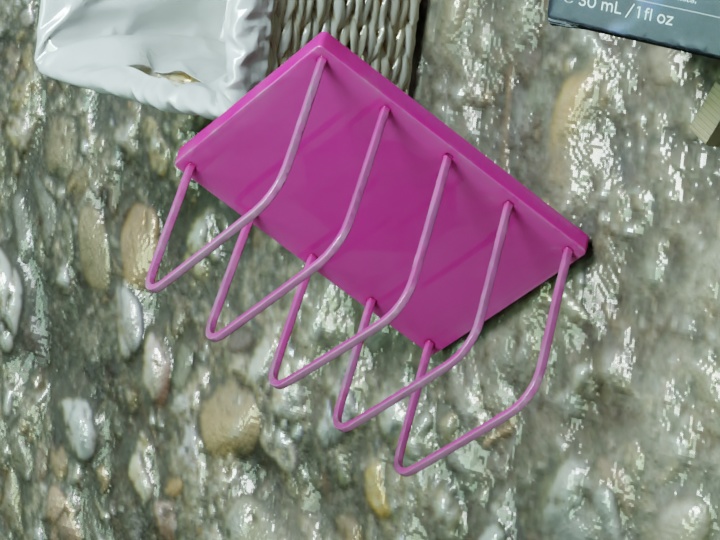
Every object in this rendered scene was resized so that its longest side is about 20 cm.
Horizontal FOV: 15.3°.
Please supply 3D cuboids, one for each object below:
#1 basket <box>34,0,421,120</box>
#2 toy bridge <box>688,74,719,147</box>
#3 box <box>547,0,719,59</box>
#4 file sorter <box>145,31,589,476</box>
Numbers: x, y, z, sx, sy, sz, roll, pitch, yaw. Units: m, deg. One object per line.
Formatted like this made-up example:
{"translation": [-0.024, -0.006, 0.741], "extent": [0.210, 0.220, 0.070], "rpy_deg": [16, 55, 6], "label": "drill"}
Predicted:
{"translation": [-0.072, -0.196, 1.608], "extent": [0.198, 0.160, 0.201], "rpy_deg": [16, 101, 45], "label": "basket"}
{"translation": [0.247, -0.045, 1.370], "extent": [0.200, 0.027, 0.067], "rpy_deg": [49, 121, 35], "label": "toy bridge"}
{"translation": [0.196, -0.207, 1.344], "extent": [0.148, 0.107, 0.201], "rpy_deg": [16, 102, 32], "label": "box"}
{"translation": [0.000, 0.000, 1.482], "extent": [0.139, 0.200, 0.126], "rpy_deg": [-35, 28, 41], "label": "file sorter"}
